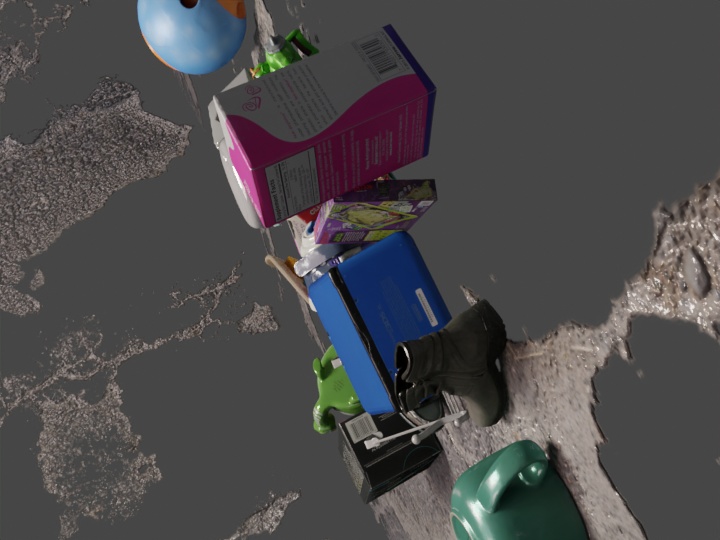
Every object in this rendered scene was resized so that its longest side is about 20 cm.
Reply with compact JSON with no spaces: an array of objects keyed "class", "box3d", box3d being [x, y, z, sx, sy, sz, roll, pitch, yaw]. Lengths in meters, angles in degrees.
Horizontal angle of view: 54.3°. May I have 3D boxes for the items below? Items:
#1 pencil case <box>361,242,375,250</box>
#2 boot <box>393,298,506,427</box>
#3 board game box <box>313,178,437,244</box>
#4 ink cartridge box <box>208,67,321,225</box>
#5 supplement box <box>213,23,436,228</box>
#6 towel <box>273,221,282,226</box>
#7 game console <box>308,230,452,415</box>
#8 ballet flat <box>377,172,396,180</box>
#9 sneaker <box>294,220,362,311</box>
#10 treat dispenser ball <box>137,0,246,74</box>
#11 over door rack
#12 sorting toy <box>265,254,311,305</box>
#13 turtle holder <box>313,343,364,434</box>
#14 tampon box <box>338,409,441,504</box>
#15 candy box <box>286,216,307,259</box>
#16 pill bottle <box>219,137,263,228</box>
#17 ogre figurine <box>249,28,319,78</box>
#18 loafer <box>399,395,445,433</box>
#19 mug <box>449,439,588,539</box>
[{"class":"pencil case","box3d":[0.000,0.000,1.091,0.088,0.087,0.205,159,89,-77]},{"class":"boot","box3d":[0.095,0.126,0.796,0.068,0.128,0.203,53,162,44]},{"class":"board game box","box3d":[0.010,-0.067,0.845,0.200,0.117,0.033,134,129,-75]},{"class":"ink cartridge box","box3d":[-0.121,-0.180,1.036,0.199,0.083,0.146,39,-162,-35]},{"class":"supplement box","box3d":[-0.034,-0.145,0.708,0.102,0.196,0.104,59,165,26]},{"class":"towel","box3d":[-0.143,-0.166,1.251,0.200,0.047,0.176,-169,95,-79]},{"class":"game console","box3d":[0.034,0.075,0.932,0.204,0.168,0.118,63,-175,2]},{"class":"ballet flat","box3d":[-0.014,-0.138,0.947,0.201,0.063,0.077,54,161,45]},{"class":"sneaker","box3d":[-0.005,-0.014,0.993,0.196,0.080,0.151,4,106,35]},{"class":"treat dispenser ball","box3d":[-0.308,-0.468,1.291,0.203,0.197,0.202,60,166,26]},{"class":"over door rack","box3d":[0.047,0.177,1.026,0.198,0.066,0.151,-25,88,39]},{"class":"sorting toy","box3d":[-0.059,0.036,1.258,0.183,0.037,0.199,25,-172,-42]},{"class":"turtle holder","box3d":[-0.009,0.216,1.309,0.132,0.137,0.190,59,-139,-58]},{"class":"tampon box","box3d":[0.047,0.330,1.305,0.128,0.147,0.201,60,166,21]},{"class":"candy box","box3d":[-0.075,-0.061,1.221,0.200,0.060,0.139,-83,-27,-80]},{"class":"pill bottle","box3d":[-0.058,-0.135,0.823,0.111,0.196,0.110,59,166,25]},{"class":"ogre figurine","box3d":[-0.087,-0.261,0.983,0.121,0.097,0.200,55,-159,-6]},{"class":"loafer","box3d":[0.072,0.164,1.108,0.064,0.070,0.201,87,159,-43]},{"class":"mug","box3d":[0.166,0.278,0.804,0.189,0.112,0.152,68,167,-8]}]
